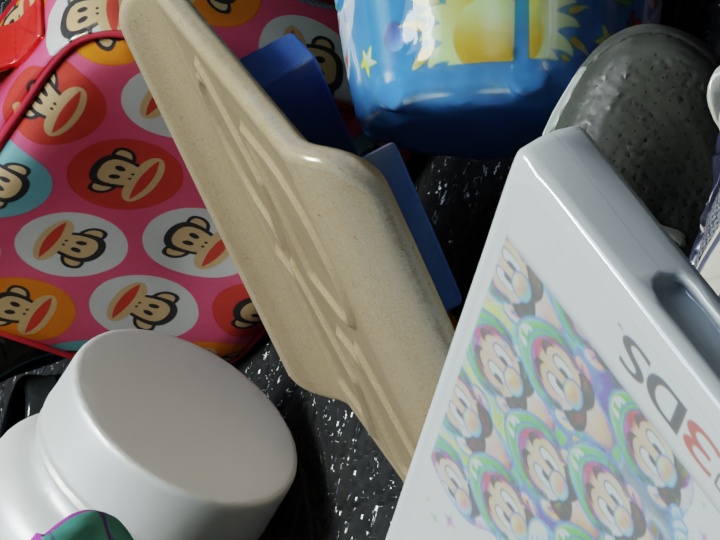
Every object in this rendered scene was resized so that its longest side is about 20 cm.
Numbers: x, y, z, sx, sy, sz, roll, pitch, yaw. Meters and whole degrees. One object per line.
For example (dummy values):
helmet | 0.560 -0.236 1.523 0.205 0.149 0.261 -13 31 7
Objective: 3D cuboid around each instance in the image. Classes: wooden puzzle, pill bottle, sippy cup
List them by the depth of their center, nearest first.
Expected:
sippy cup | 0.045 -0.108 0.968 0.139 0.178 0.131 -7 77 28
wooden puzzle | 0.000 0.000 0.980 0.046 0.186 0.200 -31 29 -10
pill bottle | -0.111 0.127 1.139 0.200 0.114 0.114 -57 30 29

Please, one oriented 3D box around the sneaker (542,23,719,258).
sneaker | 0.073 0.029 0.840 0.115 0.075 0.201 -29 -51 -82

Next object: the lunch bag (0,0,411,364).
lunch bag | -0.093 -0.044 1.135 0.200 0.176 0.082 -46 37 43

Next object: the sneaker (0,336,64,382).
sneaker | -0.180 0.031 1.267 0.082 0.200 0.073 -43 65 54

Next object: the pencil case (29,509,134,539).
pencil case | -0.060 0.170 0.980 0.085 0.092 0.200 -43 53 -5

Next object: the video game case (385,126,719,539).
video game case | 0.073 0.093 0.716 0.182 0.024 0.200 54 150 27

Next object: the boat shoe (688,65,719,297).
boat shoe | 0.127 -0.028 0.825 0.200 0.075 0.093 -63 21 2

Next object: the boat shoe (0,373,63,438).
boat shoe | -0.159 0.122 1.297 0.200 0.062 0.075 -60 31 28
